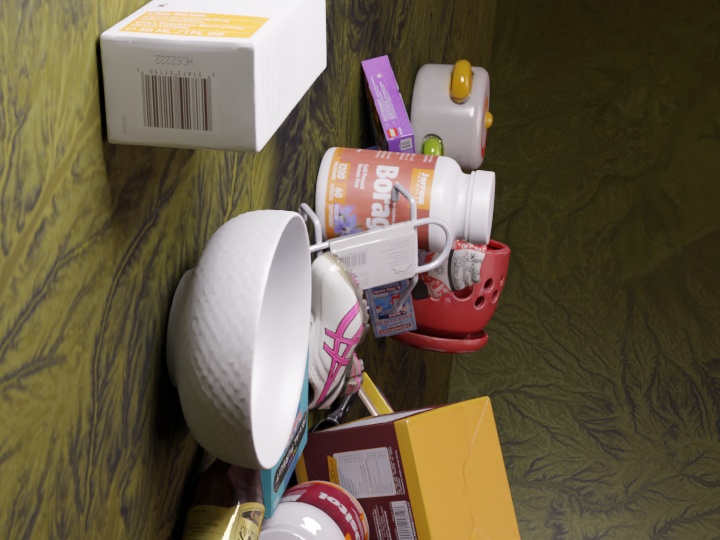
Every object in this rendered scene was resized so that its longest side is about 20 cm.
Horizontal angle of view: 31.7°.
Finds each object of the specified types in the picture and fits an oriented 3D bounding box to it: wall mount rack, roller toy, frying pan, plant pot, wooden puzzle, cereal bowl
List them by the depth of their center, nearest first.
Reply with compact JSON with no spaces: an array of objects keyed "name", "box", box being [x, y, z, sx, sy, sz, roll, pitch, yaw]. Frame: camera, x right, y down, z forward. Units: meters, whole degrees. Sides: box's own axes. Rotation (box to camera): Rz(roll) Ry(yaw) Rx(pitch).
[{"name":"cereal bowl","box":[-0.097,0.050,0.981,0.200,0.083,0.202,6,90,-80]},{"name":"wall mount rack","box":[0.000,0.000,1.395,0.075,0.199,0.175,-134,-144,-54]},{"name":"frying pan","box":[-0.043,0.195,1.503,0.115,0.031,0.191,34,61,-62]},{"name":"wooden puzzle","box":[0.039,0.201,1.641,0.037,0.200,0.185,-39,161,-3]},{"name":"plant pot","box":[0.136,0.034,2.071,0.200,0.199,0.184,-37,134,-78]},{"name":"roller toy","box":[0.167,-0.275,2.256,0.182,0.139,0.202,-46,140,-76]}]

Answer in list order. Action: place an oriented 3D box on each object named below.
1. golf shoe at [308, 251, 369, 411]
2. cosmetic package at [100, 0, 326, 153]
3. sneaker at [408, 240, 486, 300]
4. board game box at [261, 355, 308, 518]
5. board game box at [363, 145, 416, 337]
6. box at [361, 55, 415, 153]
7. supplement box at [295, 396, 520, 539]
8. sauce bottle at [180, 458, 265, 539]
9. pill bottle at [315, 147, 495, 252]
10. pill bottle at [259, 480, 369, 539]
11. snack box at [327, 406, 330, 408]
[{"name":"golf shoe","box":[-0.043,0.072,1.316,0.092,0.073,0.201,-25,136,-29]},{"name":"cosmetic package","box":[-0.091,-0.145,0.848,0.200,0.101,0.072,-67,160,-64]},{"name":"sneaker","box":[0.103,-0.060,1.644,0.067,0.107,0.203,-100,178,-62]},{"name":"board game box","box":[-0.086,0.107,1.198,0.151,0.047,0.201,-63,156,-66]},{"name":"board game box","box":[0.025,-0.024,1.660,0.201,0.061,0.201,-100,179,-53]},{"name":"box","box":[0.043,-0.172,1.710,0.200,0.039,0.138,80,-5,-58]},{"name":"supplement box","box":[0.049,0.258,1.396,0.132,0.199,0.199,-9,86,-43]},{"name":"sauce bottle","box":[-0.113,0.209,1.037,0.066,0.065,0.201,79,19,-60]},{"name":"pill bottle","box":[0.053,-0.080,1.472,0.112,0.198,0.113,5,90,-81]},{"name":"pill bottle","box":[-0.059,0.280,1.257,0.200,0.112,0.114,-4,99,-81]},{"name":"snack box","box":[-0.034,0.067,1.566,0.072,0.024,0.201,81,17,-51]}]
